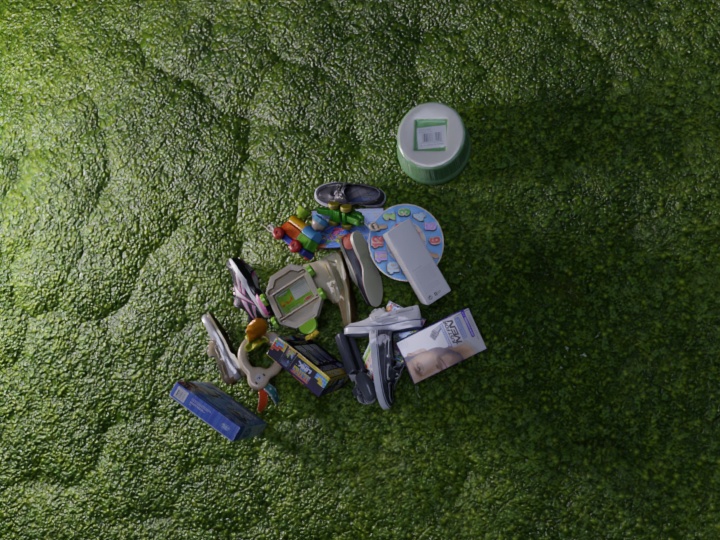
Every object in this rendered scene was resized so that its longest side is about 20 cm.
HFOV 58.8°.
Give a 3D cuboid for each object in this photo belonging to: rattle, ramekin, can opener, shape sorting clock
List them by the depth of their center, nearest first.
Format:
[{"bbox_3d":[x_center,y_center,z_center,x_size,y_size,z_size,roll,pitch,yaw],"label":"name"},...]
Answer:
[{"bbox_3d":[-0.005,0.233,1.576,0.067,0.053,0.202,-49,50,40],"label":"can opener"},{"bbox_3d":[-0.242,0.242,1.620,0.128,0.143,0.204,11,64,-26],"label":"rattle"},{"bbox_3d":[0.117,-0.073,1.646,0.196,0.039,0.204,0,81,3],"label":"shape sorting clock"},{"bbox_3d":[0.186,-0.333,1.652,0.196,0.098,0.204,-2,80,11],"label":"ramekin"}]

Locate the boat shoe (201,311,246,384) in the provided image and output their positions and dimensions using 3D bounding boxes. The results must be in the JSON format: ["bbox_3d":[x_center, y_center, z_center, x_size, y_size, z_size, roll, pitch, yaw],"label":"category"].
[{"bbox_3d":[-0.375,0.206,1.695,0.068,0.075,0.202,-32,77,-1],"label":"boat shoe"}]

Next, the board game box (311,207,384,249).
[{"bbox_3d":[-0.033,-0.111,1.703,0.196,0.019,0.105,-1,79,11],"label":"board game box"}]

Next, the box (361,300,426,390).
[{"bbox_3d":[0.078,0.192,1.623,0.109,0.035,0.203,24,87,14],"label":"box"}]

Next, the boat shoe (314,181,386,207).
[{"bbox_3d":[-0.032,-0.202,1.693,0.196,0.066,0.071,9,82,13],"label":"boat shoe"}]

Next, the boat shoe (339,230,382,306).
[{"bbox_3d":[0.000,0.000,1.653,0.062,0.071,0.203,-18,93,40],"label":"boat shoe"}]

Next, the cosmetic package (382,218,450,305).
[{"bbox_3d":[0.136,-0.020,1.576,0.071,0.101,0.202,-31,92,-4],"label":"cosmetic package"}]

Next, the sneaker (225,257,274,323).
[{"bbox_3d":[-0.313,0.058,1.707,0.086,0.080,0.201,-39,70,14],"label":"sneaker"}]

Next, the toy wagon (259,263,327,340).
[{"bbox_3d":[-0.159,0.086,1.614,0.154,0.040,0.202,-31,71,5],"label":"toy wagon"}]

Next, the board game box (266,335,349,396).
[{"bbox_3d":[-0.120,0.229,1.572,0.164,0.200,0.057,37,95,15],"label":"board game box"}]

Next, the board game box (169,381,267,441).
[{"bbox_3d":[-0.351,0.349,1.603,0.198,0.199,0.044,32,86,14],"label":"board game box"}]

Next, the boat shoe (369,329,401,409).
[{"bbox_3d":[0.068,0.239,1.544,0.066,0.072,0.204,-6,100,12],"label":"boat shoe"}]

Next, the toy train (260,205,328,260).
[{"bbox_3d":[-0.178,-0.124,1.698,0.199,0.084,0.117,37,93,32],"label":"toy train"}]

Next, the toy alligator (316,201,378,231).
[{"bbox_3d":[-0.024,-0.141,1.659,0.197,0.054,0.060,18,123,29],"label":"toy alligator"}]

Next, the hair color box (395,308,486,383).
[{"bbox_3d":[0.195,0.183,1.564,0.197,0.065,0.111,-26,86,-1],"label":"hair color box"}]

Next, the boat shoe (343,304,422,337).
[{"bbox_3d":[0.054,0.125,1.590,0.196,0.074,0.067,-7,75,0],"label":"boat shoe"}]

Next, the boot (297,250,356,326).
[{"bbox_3d":[-0.097,0.064,1.660,0.153,0.073,0.204,-15,77,8],"label":"boot"}]
